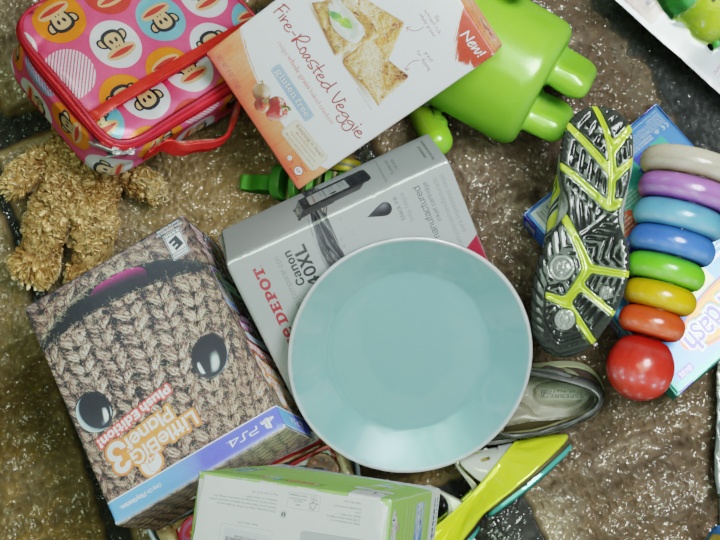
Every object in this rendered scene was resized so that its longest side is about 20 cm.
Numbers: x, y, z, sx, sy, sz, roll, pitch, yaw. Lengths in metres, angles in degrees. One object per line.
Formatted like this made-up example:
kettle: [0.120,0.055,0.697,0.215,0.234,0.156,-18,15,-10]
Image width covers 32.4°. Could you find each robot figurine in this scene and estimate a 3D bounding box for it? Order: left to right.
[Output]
robot figurine: [0.099,-0.187,1.056,0.199,0.116,0.177,30,119,5]

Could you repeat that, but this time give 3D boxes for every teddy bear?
teddy bear: [-0.247,-0.072,1.093,0.144,0.067,0.201,28,87,4]

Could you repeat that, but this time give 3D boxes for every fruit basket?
fruit basket: [0.340,-0.245,1.060,0.200,0.094,0.186,41,88,3]

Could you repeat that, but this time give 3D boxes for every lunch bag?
lunch bag: [-0.177,-0.174,1.058,0.199,0.082,0.177,-38,85,-30]

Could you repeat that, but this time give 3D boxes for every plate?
plate: [0.039,0.067,1.000,0.197,0.026,0.203,-1,108,-3]

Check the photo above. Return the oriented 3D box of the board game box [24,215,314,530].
board game box: [-0.159,0.088,1.036,0.158,0.097,0.201,-30,72,3]

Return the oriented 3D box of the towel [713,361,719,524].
towel: [0.397,0.132,1.049,0.197,0.035,0.195,-1,84,4]

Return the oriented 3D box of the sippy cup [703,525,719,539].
sippy cup: [0.303,0.284,0.999,0.177,0.139,0.131,37,74,-32]

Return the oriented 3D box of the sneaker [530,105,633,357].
sneaker: [0.185,-0.027,1.008,0.075,0.076,0.202,13,87,10]

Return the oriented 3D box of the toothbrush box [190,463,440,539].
toothbrush box: [-0.029,0.200,0.944,0.144,0.200,0.087,6,85,13]

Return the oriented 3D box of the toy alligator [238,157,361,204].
toy alligator: [-0.011,-0.068,1.083,0.197,0.054,0.060,8,85,4]

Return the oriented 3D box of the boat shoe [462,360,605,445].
boat shoe: [0.109,0.110,1.053,0.197,0.065,0.074,-11,86,4]

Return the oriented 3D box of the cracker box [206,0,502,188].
cracker box: [-0.005,-0.177,0.993,0.199,0.058,0.135,-33,97,20]

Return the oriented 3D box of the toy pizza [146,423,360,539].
toy pizza: [-0.098,0.184,1.076,0.197,0.032,0.203,0,84,3]

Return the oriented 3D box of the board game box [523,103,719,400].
board game box: [0.258,-0.016,1.055,0.152,0.045,0.201,-38,75,0]

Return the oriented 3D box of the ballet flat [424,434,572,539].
ballet flat: [0.089,0.194,1.048,0.200,0.067,0.067,-45,81,0]

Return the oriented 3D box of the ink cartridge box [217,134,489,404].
ink cartridge box: [0.000,0.000,1.034,0.198,0.084,0.146,-25,113,0]

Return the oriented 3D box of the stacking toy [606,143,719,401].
stacking toy: [0.244,0.006,0.992,0.084,0.085,0.202,15,85,5]
